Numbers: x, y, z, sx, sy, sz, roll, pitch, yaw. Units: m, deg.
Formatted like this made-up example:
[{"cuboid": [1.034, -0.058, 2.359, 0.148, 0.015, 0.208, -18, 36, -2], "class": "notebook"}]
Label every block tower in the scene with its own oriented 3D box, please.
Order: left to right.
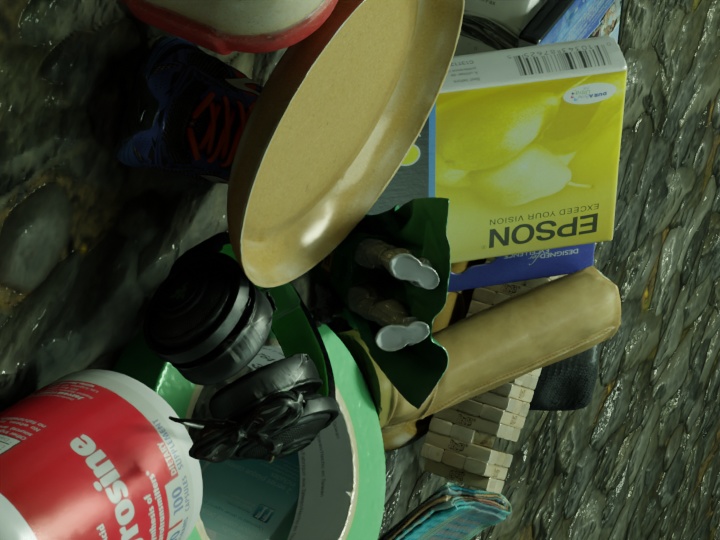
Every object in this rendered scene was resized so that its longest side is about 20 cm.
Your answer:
[{"cuboid": [0.103, 0.060, 1.517, 0.054, 0.058, 0.200, 23, 84, -67], "class": "block tower"}]

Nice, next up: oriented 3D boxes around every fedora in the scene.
[{"cuboid": [0.150, 0.056, 1.661, 0.201, 0.091, 0.201, 15, 90, -89], "class": "fedora"}]

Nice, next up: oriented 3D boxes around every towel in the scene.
[{"cuboid": [0.017, 0.231, 1.557, 0.200, 0.022, 0.147, -41, 160, 11], "class": "towel"}]

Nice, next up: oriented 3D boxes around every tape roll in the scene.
[{"cuboid": [-0.067, 0.116, 1.217, 0.200, 0.048, 0.201, 14, 72, -47], "class": "tape roll"}]

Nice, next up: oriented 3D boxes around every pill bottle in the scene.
[{"cuboid": [-0.175, 0.133, 1.028, 0.200, 0.112, 0.112, -34, 139, -55], "class": "pill bottle"}]

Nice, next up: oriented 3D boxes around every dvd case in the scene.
[{"cuboid": [0.144, -0.122, 1.440, 0.143, 0.018, 0.200, -51, 153, -38], "class": "dvd case"}]

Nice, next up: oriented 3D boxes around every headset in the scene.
[{"cuboid": [-0.053, 0.046, 1.112, 0.124, 0.094, 0.200, 56, 22, -14], "class": "headset"}]

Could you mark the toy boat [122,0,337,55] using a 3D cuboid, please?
[{"cuboid": [-0.043, -0.188, 1.039, 0.200, 0.130, 0.131, -62, 167, -17], "class": "toy boat"}]

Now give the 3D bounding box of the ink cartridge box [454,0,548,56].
[{"cuboid": [0.096, -0.160, 1.433, 0.146, 0.084, 0.200, -1, 112, -66], "class": "ink cartridge box"}]

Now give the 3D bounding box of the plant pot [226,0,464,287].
[{"cuboid": [-0.012, -0.083, 1.095, 0.200, 0.027, 0.200, -50, 161, -25], "class": "plant pot"}]

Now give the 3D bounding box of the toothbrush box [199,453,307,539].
[{"cuboid": [-0.083, 0.196, 1.335, 0.200, 0.085, 0.147, -50, 151, -36], "class": "toothbrush box"}]

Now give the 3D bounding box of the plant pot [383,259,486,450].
[{"cuboid": [0.052, 0.040, 1.510, 0.200, 0.027, 0.200, -47, 146, -47], "class": "plant pot"}]

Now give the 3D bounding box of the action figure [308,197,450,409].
[{"cuboid": [0.000, 0.000, 1.227, 0.200, 0.055, 0.118, -150, -109, -70], "class": "action figure"}]

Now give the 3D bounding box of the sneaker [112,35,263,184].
[{"cuboid": [-0.067, -0.079, 1.134, 0.200, 0.078, 0.075, 1, 108, -67], "class": "sneaker"}]

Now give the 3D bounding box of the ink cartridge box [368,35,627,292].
[{"cuboid": [0.068, -0.050, 1.343, 0.047, 0.197, 0.200, -108, -168, -50], "class": "ink cartridge box"}]

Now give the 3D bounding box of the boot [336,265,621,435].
[{"cuboid": [0.079, 0.045, 1.366, 0.200, 0.066, 0.175, -22, 171, -12], "class": "boot"}]
